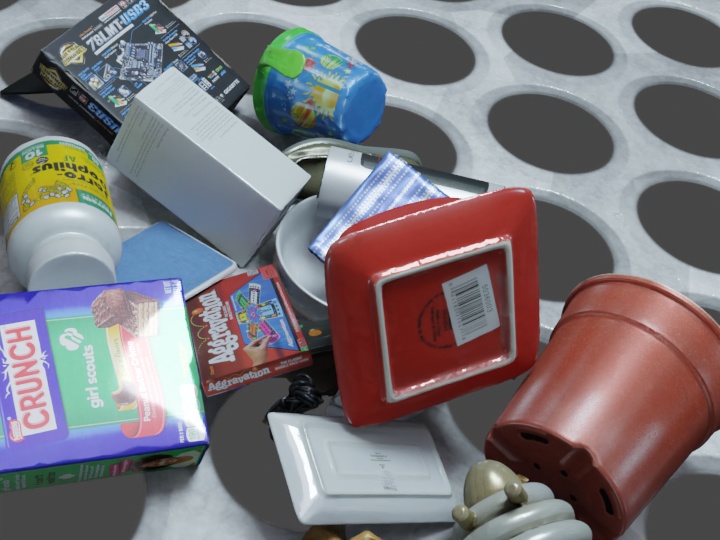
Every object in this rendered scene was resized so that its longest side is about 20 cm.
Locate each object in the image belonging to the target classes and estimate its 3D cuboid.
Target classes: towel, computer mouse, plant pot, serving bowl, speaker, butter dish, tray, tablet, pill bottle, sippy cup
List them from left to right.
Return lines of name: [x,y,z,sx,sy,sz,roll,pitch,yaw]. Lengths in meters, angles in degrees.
pill bottle: [-0.305,-0.042,1.069,0.112,0.113,0.200,-5,38,-19]
tablet: [-0.242,0.015,1.101,0.130,0.014,0.200,28,45,31]
sippy cup: [-0.043,-0.219,1.306,0.130,0.140,0.177,25,33,31]
serving bowl: [0.000,0.000,1.159,0.199,0.066,0.201,8,44,-8]
computer mouse: [0.007,0.127,1.015,0.199,0.110,0.044,-5,61,-31]
tray: [0.012,0.175,0.944,0.199,0.022,0.108,11,48,-42]
speaker: [0.052,-0.075,1.145,0.199,0.082,0.081,13,43,0]
butter dish: [0.050,0.012,0.955,0.198,0.201,0.148,-16,31,-14]
towel: [0.064,-0.014,1.076,0.200,0.024,0.145,38,76,7]
plant pot: [0.230,0.141,0.998,0.200,0.201,0.195,34,55,20]

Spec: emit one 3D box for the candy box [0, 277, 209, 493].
candy box: [-0.251,0.102,0.950,0.199,0.077,0.170,-6,64,-18]

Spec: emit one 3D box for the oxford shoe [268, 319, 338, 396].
oxford shoe: [-0.057,0.093,1.043,0.199,0.085,0.073,-9,28,5]

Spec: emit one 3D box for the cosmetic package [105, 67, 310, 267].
cosmetic package: [-0.169,-0.113,1.160,0.200,0.113,0.081,38,43,-4]

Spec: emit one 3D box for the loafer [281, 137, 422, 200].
loafer: [-0.011,-0.111,1.265,0.199,0.076,0.070,-3,41,-18]

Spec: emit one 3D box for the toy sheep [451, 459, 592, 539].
toy sheep: [0.142,0.253,0.889,0.137,0.138,0.201,-8,59,-22]

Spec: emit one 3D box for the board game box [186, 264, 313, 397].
board game box: [-0.116,0.054,1.034,0.102,0.020,0.200,-18,27,-7]

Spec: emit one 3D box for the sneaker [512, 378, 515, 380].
sneaker: [0.130,0.041,1.170,0.087,0.074,0.201,35,32,-23]

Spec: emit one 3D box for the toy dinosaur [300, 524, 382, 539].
toy dinosaur: [-0.027,0.238,0.909,0.106,0.061,0.200,19,43,7]

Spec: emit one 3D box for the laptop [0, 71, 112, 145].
laptop: [-0.318,-0.218,1.342,0.200,0.103,0.177,46,47,-4]

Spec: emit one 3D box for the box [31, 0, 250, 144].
box: [-0.263,-0.236,1.289,0.198,0.050,0.200,41,47,-7]
